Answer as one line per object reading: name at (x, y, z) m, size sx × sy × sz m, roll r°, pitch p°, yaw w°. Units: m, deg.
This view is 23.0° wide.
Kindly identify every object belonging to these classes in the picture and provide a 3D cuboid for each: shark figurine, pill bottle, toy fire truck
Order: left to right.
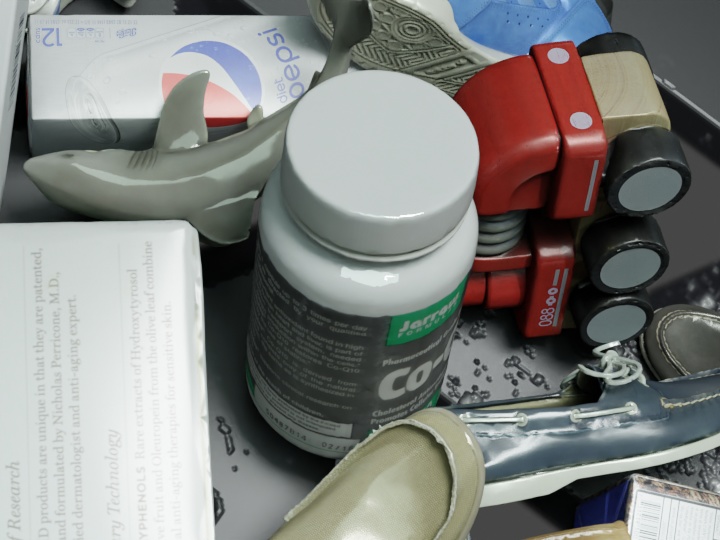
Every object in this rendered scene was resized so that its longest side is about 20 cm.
shark figurine at (-0.059, -0.060, 0.948) m, size 0.213 × 0.128 × 0.090 m, roll -32°, pitch 38°, yaw 14°
pill bottle at (0.000, 0.000, 0.913) m, size 0.112 × 0.201 × 0.114 m, roll 3°, pitch 53°, yaw -4°
toy fire truck at (0.061, -0.046, 0.979) m, size 0.198 × 0.177 × 0.130 m, roll -7°, pitch 52°, yaw -8°

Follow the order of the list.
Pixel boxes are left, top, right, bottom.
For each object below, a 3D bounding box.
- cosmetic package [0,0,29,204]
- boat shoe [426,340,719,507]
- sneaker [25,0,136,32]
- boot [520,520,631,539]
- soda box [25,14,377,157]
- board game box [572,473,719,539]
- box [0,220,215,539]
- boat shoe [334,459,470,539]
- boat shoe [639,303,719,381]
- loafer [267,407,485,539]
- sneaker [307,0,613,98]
cosmetic package at (-0.277, -0.128, 0.918) m, size 0.198 × 0.123 × 0.202 m, roll 9°, pitch 102°, yaw -10°
boat shoe at (0.128, 0.078, 0.971) m, size 0.198 × 0.075 × 0.063 m, roll -13°, pitch 95°, yaw -12°
sneaker at (-0.215, -0.177, 1.011) m, size 0.198 × 0.075 × 0.088 m, roll -14°, pitch 82°, yaw -14°
boot at (0.036, 0.212, 0.878) m, size 0.198 × 0.177 × 0.066 m, roll -6°, pitch 37°, yaw -9°
soda box at (-0.091, -0.105, 1.015) m, size 0.198 × 0.068 × 0.064 m, roll -1°, pitch 75°, yaw -12°
board game box at (0.214, 0.217, 0.969) m, size 0.198 × 0.097 × 0.161 m, roll 14°, pitch 72°, yaw -7°
box at (-0.167, 0.099, 0.873) m, size 0.169 × 0.199 × 0.202 m, roll -2°, pitch 73°, yaw -11°
boat shoe at (0.037, 0.165, 0.967) m, size 0.071 × 0.062 × 0.202 m, roll -13°, pitch 76°, yaw -14°
boat shoe at (0.254, 0.084, 1.035) m, size 0.200 × 0.057 × 0.067 m, roll 40°, pitch 71°, yaw 2°
loafer at (-0.013, 0.154, 0.914) m, size 0.076 × 0.068 × 0.200 m, roll 43°, pitch 100°, yaw 18°
sneaker at (0.062, -0.162, 1.008) m, size 0.198 × 0.077 × 0.112 m, roll 18°, pitch 62°, yaw -22°
